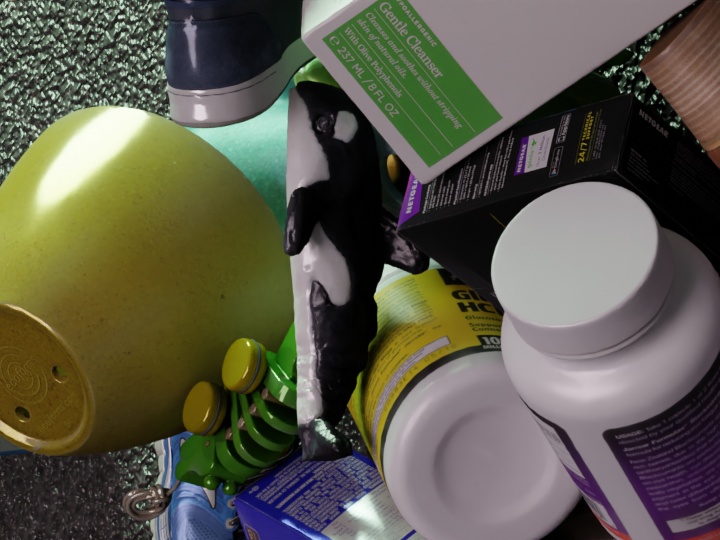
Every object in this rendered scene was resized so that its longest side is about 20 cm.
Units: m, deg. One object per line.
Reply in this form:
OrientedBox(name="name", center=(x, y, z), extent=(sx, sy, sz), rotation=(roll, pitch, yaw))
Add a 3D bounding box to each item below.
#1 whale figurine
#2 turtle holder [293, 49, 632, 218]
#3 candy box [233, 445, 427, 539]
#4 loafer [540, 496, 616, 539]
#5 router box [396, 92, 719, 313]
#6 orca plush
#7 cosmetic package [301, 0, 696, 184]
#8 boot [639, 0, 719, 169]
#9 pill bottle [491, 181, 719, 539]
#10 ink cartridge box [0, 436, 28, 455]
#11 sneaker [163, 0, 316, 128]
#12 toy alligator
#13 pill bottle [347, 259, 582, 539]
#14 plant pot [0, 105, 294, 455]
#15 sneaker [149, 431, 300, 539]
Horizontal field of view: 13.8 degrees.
OrientedBox(name="whale figurine", center=(-0.039, -0.051, 1.750), extent=(0.200, 0.104, 0.159), rotation=(-18, 78, 40))
OrientedBox(name="turtle holder", center=(0.044, -0.091, 1.625), extent=(0.185, 0.141, 0.132), rotation=(22, 96, 9))
OrientedBox(name="candy box", center=(0.037, 0.203, 1.656), extent=(0.200, 0.077, 0.169), rotation=(27, 144, 41))
OrientedBox(name="loafer", center=(0.119, 0.142, 1.640), extent=(0.200, 0.073, 0.071), rotation=(-8, 100, 50))
OrientedBox(name="router box", center=(0.139, -0.005, 1.519), extent=(0.149, 0.200, 0.051), rotation=(-14, 50, 42))
OrientedBox(name="orca plush", center=(0.000, 0.000, 1.566), extent=(0.071, 0.105, 0.200), rotation=(-2, 72, 7))
OrientedBox(name="cosmetic package", center=(0.080, -0.149, 1.469), extent=(0.200, 0.108, 0.085), rotation=(-35, 23, 18))
OrientedBox(name="boot", center=(0.243, -0.106, 1.486), extent=(0.155, 0.200, 0.074), rotation=(44, 156, -7))
OrientedBox(name="pill bottle", center=(0.134, 0.047, 1.440), extent=(0.111, 0.200, 0.112), rotation=(-13, 52, 17))
OrientedBox(name="ink cartridge box", center=(-0.274, 0.086, 1.973), extent=(0.200, 0.115, 0.068), rotation=(-2, 90, 44))
OrientedBox(name="sneaker", center=(-0.066, -0.175, 1.581), extent=(0.077, 0.202, 0.146), rotation=(-6, 110, 11))
OrientedBox(name="toy alligator", center=(-0.070, 0.097, 1.664), extent=(0.200, 0.059, 0.054), rotation=(-48, 38, 32))
OrientedBox(name="pill bottle", center=(0.050, 0.064, 1.618), extent=(0.200, 0.112, 0.113), rotation=(-119, 43, -66))
OrientedBox(name="plant pot", center=(-0.154, 0.026, 1.706), extent=(0.200, 0.142, 0.200), rotation=(18, 128, 24))
OrientedBox(name="sneaker", center=(-0.080, 0.126, 1.816), extent=(0.089, 0.079, 0.200), rotation=(-24, 75, 44))
